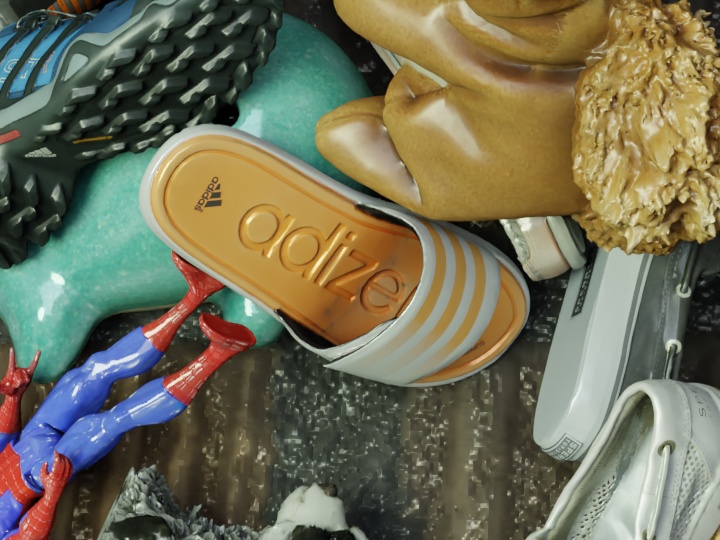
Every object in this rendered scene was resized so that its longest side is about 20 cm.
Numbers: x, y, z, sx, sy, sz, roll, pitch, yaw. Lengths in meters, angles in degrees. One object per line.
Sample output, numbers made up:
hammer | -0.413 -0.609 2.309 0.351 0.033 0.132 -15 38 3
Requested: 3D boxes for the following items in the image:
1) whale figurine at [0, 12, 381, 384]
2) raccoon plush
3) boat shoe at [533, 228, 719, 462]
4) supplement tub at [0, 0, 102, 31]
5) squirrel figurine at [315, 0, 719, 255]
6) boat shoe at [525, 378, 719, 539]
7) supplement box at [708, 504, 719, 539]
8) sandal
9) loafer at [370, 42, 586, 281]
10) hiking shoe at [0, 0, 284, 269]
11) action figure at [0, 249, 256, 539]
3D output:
whale figurine | -0.084 -0.035 1.235 0.199 0.104 0.160 -32 76 -4
raccoon plush | -0.068 0.177 1.209 0.133 0.097 0.201 25 107 -4
boat shoe | 0.136 -0.004 1.239 0.066 0.070 0.201 21 72 -12
supplement tub | -0.147 -0.177 1.266 0.200 0.123 0.123 -41 77 -8
squirrel figurine | 0.087 -0.097 1.124 0.200 0.187 0.142 38 63 14
boat shoe | 0.091 0.135 1.173 0.071 0.069 0.201 28 98 47
supplement box | 0.193 0.054 1.217 0.068 0.067 0.201 11 76 8
sandal | -0.005 0.007 1.187 0.079 0.206 0.059 -58 36 11
loafer | 0.039 -0.077 1.263 0.063 0.072 0.201 -25 68 6
hiking shoe | -0.121 -0.086 1.184 0.200 0.074 0.087 -34 55 22
action figure | -0.132 0.073 1.211 0.200 0.052 0.066 -45 51 20
